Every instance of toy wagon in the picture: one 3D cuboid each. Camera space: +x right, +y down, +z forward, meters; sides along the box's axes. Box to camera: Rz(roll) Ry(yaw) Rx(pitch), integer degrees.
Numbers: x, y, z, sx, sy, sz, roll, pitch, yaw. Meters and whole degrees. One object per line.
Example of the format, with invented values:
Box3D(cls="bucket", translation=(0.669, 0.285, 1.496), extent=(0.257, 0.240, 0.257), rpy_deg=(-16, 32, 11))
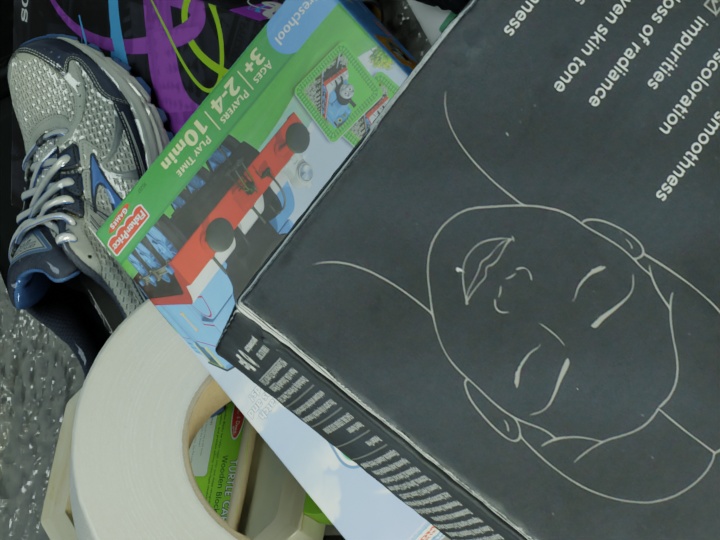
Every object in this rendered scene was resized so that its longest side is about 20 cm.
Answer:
Box3D(cls="toy wagon", translation=(-0.064, 0.098, 1.049), extent=(0.198, 0.040, 0.157), rpy_deg=(-2, 67, 31))

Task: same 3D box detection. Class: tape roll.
Box3D(cls="tape roll", translation=(-0.024, 0.085, 0.940), extent=(0.037, 0.201, 0.204), rpy_deg=(103, 151, -54))

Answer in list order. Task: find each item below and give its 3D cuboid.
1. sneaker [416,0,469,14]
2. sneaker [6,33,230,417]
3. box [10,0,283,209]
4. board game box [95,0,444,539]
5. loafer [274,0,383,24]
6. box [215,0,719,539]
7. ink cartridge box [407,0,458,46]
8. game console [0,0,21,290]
Box3D(cls="sneaker", translation=(0.074, -0.147, 0.882), extent=(0.199, 0.066, 0.079), rpy_deg=(8, 71, 41))
Box3D(cls="sneaker", translation=(-0.127, -0.020, 1.019), extent=(0.077, 0.085, 0.201), rpy_deg=(-40, 69, 46))
Box3D(cls="box", translation=(-0.101, -0.073, 1.065), extent=(0.199, 0.036, 0.144), rpy_deg=(24, 117, 43))
Box3D(cls="board game box", translation=(0.000, 0.000, 0.900), extent=(0.151, 0.037, 0.200), rpy_deg=(-49, 67, 15))
Box3D(cls="loafer", translation=(-0.013, -0.124, 1.056), extent=(0.072, 0.072, 0.202), rpy_deg=(-6, 85, 51))
Box3D(cls="box", translation=(0.086, 0.005, 0.765), extent=(0.196, 0.124, 0.200), rpy_deg=(39, 79, 0))
Box3D(cls="ink cartridge box", translation=(0.111, -0.110, 0.934), extent=(0.146, 0.084, 0.201), rpy_deg=(-44, 54, 24))
Box3D(cls="game console", translation=(-0.126, -0.098, 1.191), extent=(0.199, 0.116, 0.177), rpy_deg=(-19, 36, 37))
